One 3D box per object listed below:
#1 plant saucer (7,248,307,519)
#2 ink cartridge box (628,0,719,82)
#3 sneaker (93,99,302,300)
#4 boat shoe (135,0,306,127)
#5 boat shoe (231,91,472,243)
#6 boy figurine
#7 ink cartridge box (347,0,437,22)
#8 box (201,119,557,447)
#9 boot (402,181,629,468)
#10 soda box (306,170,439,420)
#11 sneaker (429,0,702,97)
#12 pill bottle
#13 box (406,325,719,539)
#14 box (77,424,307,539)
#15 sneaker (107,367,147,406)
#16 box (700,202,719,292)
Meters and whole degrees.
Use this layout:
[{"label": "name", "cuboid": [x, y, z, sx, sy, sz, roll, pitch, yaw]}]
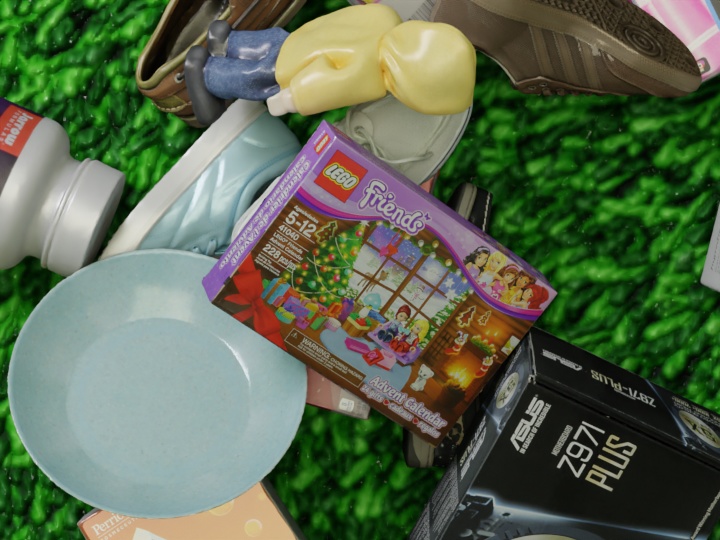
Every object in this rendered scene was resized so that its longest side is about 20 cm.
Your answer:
[{"label": "plant saucer", "cuboid": [-0.135, 0.081, 1.522, 0.199, 0.039, 0.203, 2, 60, -3]}, {"label": "ink cartridge box", "cuboid": [0.223, -0.235, 1.624, 0.094, 0.037, 0.201, -27, 88, -2]}, {"label": "sneaker", "cuboid": [-0.115, -0.028, 1.594, 0.082, 0.074, 0.200, 41, 90, 3]}, {"label": "boat shoe", "cuboid": [-0.086, -0.198, 1.587, 0.072, 0.068, 0.201, 26, 87, 40]}, {"label": "boat shoe", "cuboid": [-0.007, -0.070, 1.527, 0.201, 0.086, 0.075, -36, 89, 0]}, {"label": "boy figurine", "cuboid": [-0.013, -0.138, 1.507, 0.198, 0.125, 0.065, 1, 123, 21]}, {"label": "ink cartridge box", "cuboid": [0.023, -0.240, 1.560, 0.117, 0.067, 0.200, -47, 120, -3]}, {"label": "box", "cuboid": [0.013, 0.011, 1.502, 0.199, 0.039, 0.137, 33, 100, -25]}, {"label": "boot", "cuboid": [0.115, 0.048, 1.597, 0.152, 0.073, 0.206, 9, 98, -3]}, {"label": "soda box", "cuboid": [0.000, 0.000, 1.600, 0.069, 0.063, 0.202, 16, 88, 1]}, {"label": "sneaker", "cuboid": [0.139, -0.155, 1.572, 0.199, 0.071, 0.076, 21, 126, -19]}, {"label": "pill bottle", "cuboid": [-0.269, -0.069, 1.573, 0.199, 0.111, 0.112, 23, 89, -1]}, {"label": "box", "cuboid": [0.140, 0.166, 1.547, 0.163, 0.086, 0.201, 26, 110, -8]}, {"label": "box", "cuboid": [-0.089, 0.222, 1.578, 0.124, 0.097, 0.201, -34, 89, -2]}, {"label": "sneaker", "cuboid": [-0.142, 0.081, 1.586, 0.199, 0.085, 0.077, -35, 91, -1]}, {"label": "box", "cuboid": [0.360, -0.059, 1.560, 0.197, 0.131, 0.202, 12, 94, -6]}]
